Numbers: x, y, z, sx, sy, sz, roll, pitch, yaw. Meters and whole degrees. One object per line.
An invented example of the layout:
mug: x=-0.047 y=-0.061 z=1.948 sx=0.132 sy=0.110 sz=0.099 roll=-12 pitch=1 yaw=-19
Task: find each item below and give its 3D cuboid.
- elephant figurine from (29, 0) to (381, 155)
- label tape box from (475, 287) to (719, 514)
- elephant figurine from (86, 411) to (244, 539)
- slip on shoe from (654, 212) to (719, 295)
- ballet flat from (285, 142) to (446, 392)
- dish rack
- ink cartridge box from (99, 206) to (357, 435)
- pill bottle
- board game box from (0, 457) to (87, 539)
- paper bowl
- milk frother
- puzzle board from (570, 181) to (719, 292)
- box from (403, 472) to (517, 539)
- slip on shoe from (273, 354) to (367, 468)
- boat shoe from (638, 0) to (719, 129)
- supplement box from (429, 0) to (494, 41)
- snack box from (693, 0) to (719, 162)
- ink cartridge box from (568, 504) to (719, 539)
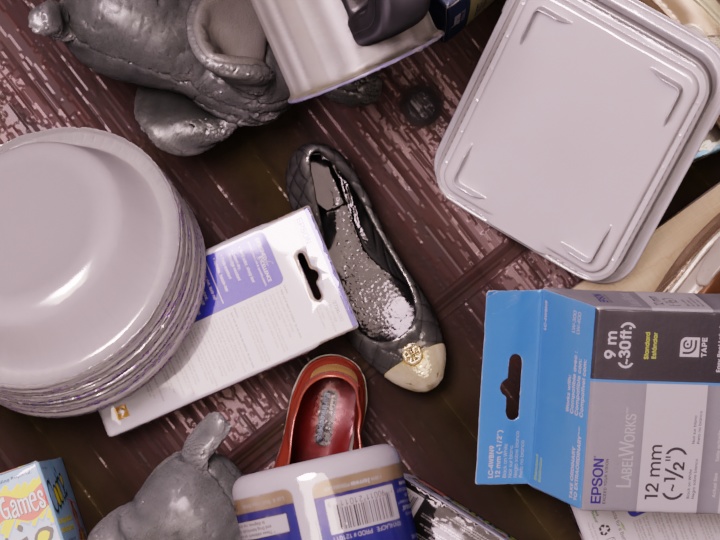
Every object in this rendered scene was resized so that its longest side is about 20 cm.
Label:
elephant figurine: x=-0.103 y=-0.152 z=1.446 sx=0.200 sy=0.142 sz=0.155 roll=42 pitch=85 yaw=5
label tape box: x=0.184 y=0.090 z=1.407 sx=0.198 sy=0.066 sz=0.145 roll=2 pitch=102 yaw=-7
elephant figurine: x=-0.087 y=0.232 z=1.428 sx=0.141 sy=0.155 sz=0.200 roll=-38 pitch=75 yaw=-11
slip on shoe: x=0.235 y=0.028 z=1.469 sx=0.076 sy=0.061 sz=0.201 roll=29 pitch=106 yaw=-24
ballet flat: x=0.000 y=0.000 z=1.486 sx=0.066 sy=0.057 sz=0.201 roll=-30 pitch=87 yaw=-2
dish rack: x=0.149 y=-0.099 z=1.448 sx=0.171 sy=0.044 sz=0.201 roll=30 pitch=116 yaw=10
ink cartridge box: x=-0.108 y=0.037 z=1.479 sx=0.199 sy=0.037 sz=0.095 roll=-24 pitch=86 yaw=7
pill bottle: x=-0.010 y=0.223 z=1.343 sx=0.115 sy=0.116 sz=0.202 roll=-12 pitch=85 yaw=0
board game box: x=-0.235 y=0.245 z=1.449 sx=0.102 sy=0.105 sz=0.202 roll=-19 pitch=86 yaw=0
paper bowl: x=-0.215 y=-0.008 z=1.429 sx=0.199 sy=0.104 sz=0.202 roll=-7 pitch=62 yaw=13
milk frother: x=-0.067 y=-0.198 z=1.324 sx=0.199 sy=0.181 sz=0.189 roll=-25 pitch=98 yaw=-3
puzzle board: x=0.242 y=0.044 z=1.503 sx=0.199 sy=0.017 sz=0.151 roll=-35 pitch=88 yaw=-1
box: x=0.105 y=0.207 z=1.430 sx=0.199 sy=0.110 sz=0.035 roll=31 pitch=88 yaw=13
slip on shoe: x=-0.033 y=0.160 z=1.475 sx=0.073 sy=0.061 sz=0.202 roll=9 pitch=88 yaw=-1
boat shoe: x=0.238 y=-0.149 z=1.451 sx=0.200 sy=0.072 sz=0.065 roll=44 pitch=86 yaw=-2
supplement box: x=0.070 y=-0.310 z=1.465 sx=0.200 sy=0.134 sz=0.200 roll=-40 pitch=87 yaw=-1
snack box: x=0.274 y=-0.156 z=1.503 sx=0.199 sy=0.037 sz=0.117 roll=-24 pitch=87 yaw=-1
ink cartridge box: x=0.249 y=0.153 z=1.475 sx=0.199 sy=0.037 sz=0.095 roll=-22 pitch=103 yaw=1
